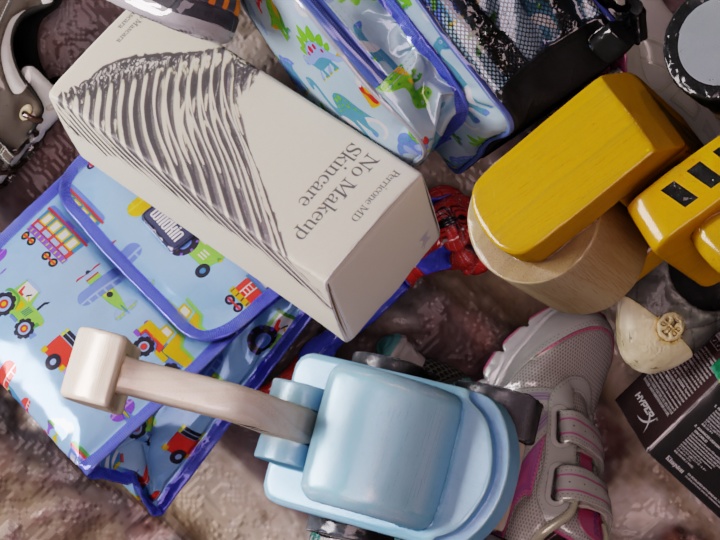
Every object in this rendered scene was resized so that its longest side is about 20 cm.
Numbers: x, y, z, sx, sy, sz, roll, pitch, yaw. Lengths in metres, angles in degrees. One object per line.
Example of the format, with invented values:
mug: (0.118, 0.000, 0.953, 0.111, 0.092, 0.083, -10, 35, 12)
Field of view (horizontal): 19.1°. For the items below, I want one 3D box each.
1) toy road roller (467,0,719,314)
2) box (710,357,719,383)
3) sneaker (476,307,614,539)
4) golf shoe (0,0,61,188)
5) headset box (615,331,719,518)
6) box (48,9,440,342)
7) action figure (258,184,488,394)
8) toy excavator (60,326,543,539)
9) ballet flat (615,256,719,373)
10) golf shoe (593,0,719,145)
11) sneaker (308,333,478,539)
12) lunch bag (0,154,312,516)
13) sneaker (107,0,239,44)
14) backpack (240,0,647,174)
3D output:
toy road roller: (0.167, -0.027, 1.034, 0.200, 0.123, 0.146, -37, 65, 14)
box: (0.289, 0.027, 1.077, 0.200, 0.048, 0.117, -42, 109, 10)
sneaker: (0.103, 0.117, 1.158, 0.088, 0.081, 0.201, 14, 82, 42)
golf shoe: (-0.209, -0.072, 1.185, 0.094, 0.078, 0.201, 3, 100, 4)
headset box: (0.262, 0.058, 1.149, 0.149, 0.077, 0.200, 40, 99, -19)
box: (-0.061, -0.055, 1.106, 0.200, 0.068, 0.082, 32, 72, 26)
action figure: (0.000, 0.000, 1.167, 0.199, 0.099, 0.065, -33, 68, 6)
toy excavator: (-0.025, 0.077, 1.069, 0.193, 0.200, 0.100, 12, 80, 26)
ballet flat: (0.202, -0.029, 1.110, 0.066, 0.057, 0.200, 38, 92, -15)
golf shoe: (0.179, -0.092, 1.160, 0.091, 0.075, 0.201, -20, 104, -1)
sneaker: (0.023, 0.142, 1.197, 0.091, 0.078, 0.201, 18, 95, -7)
lunch bag: (-0.106, 0.004, 1.166, 0.200, 0.094, 0.150, -48, 60, -1)
sneaker: (-0.098, -0.195, 1.101, 0.077, 0.200, 0.112, 17, 108, -32)
backpack: (0.021, -0.151, 1.095, 0.147, 0.183, 0.201, -34, 90, -10)
